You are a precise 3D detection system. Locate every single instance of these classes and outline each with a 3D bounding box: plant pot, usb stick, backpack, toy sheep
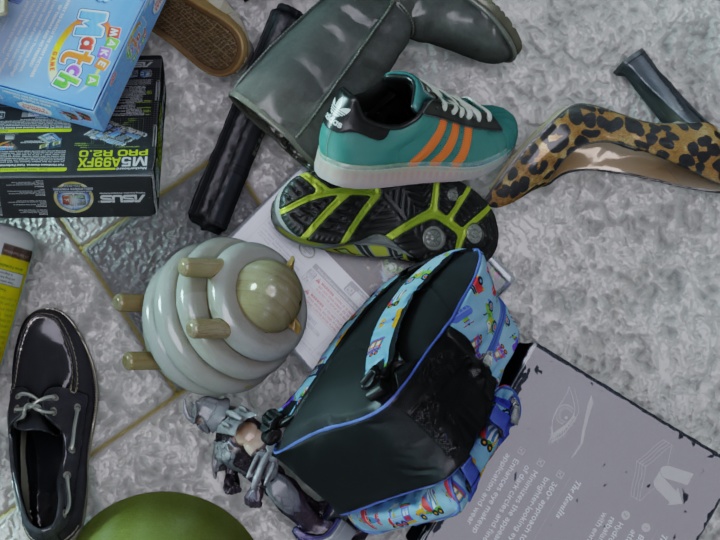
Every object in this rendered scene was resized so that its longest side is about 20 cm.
[{"bbox_3d":[-0.164,0.278,1.304,0.185,0.200,0.189,0,88,-2],"label":"plant pot"},{"bbox_3d":[-0.094,-0.126,1.393,0.032,0.055,0.201,21,87,15],"label":"usb stick"},{"bbox_3d":[0.045,0.085,1.290,0.135,0.182,0.200,45,51,-14],"label":"backpack"},{"bbox_3d":[-0.119,0.039,1.334,0.137,0.199,0.139,16,65,-39],"label":"toy sheep"}]

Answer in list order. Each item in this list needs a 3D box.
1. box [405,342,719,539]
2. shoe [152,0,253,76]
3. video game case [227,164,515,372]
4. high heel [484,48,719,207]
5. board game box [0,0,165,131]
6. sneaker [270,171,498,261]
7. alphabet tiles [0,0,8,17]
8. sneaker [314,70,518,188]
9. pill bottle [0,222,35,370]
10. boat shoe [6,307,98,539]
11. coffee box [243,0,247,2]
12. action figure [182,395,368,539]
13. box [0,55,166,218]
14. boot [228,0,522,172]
[{"bbox_3d":[0.170,0.193,1.362,0.199,0.117,0.198,31,87,0],"label":"box"},{"bbox_3d":[-0.168,-0.238,1.400,0.200,0.053,0.070,43,116,3],"label":"shoe"},{"bbox_3d":[0.000,0.000,1.409,0.182,0.023,0.200,-44,90,-3],"label":"video game case"},{"bbox_3d":[0.214,-0.078,1.394,0.200,0.071,0.143,-38,84,-12],"label":"high heel"},{"bbox_3d":[-0.271,-0.206,1.347,0.199,0.037,0.152,15,67,16],"label":"board game box"},{"bbox_3d":[0.020,-0.046,1.369,0.199,0.076,0.076,11,84,-20],"label":"sneaker"},{"bbox_3d":[-0.374,-0.216,1.345,0.199,0.006,0.167,-16,56,14],"label":"alphabet tiles"},{"bbox_3d":[0.055,-0.120,1.328,0.199,0.071,0.080,-13,129,-37],"label":"sneaker"},{"bbox_3d":[-0.341,0.052,1.348,0.108,0.109,0.202,15,87,-2],"label":"pill bottle"},{"bbox_3d":[-0.256,0.126,1.364,0.072,0.063,0.202,-4,78,1],"label":"boat shoe"},{"bbox_3d":[-0.109,-0.336,1.370,0.079,0.113,0.201,-27,90,-3],"label":"coffee box"},{"bbox_3d":[-0.073,0.174,1.353,0.069,0.130,0.200,-45,101,-5],"label":"action figure"},{"bbox_3d":[-0.260,-0.110,1.341,0.198,0.044,0.161,-2,44,-3],"label":"box"},{"bbox_3d":[0.015,-0.165,1.369,0.181,0.073,0.201,35,74,-6],"label":"boot"}]
